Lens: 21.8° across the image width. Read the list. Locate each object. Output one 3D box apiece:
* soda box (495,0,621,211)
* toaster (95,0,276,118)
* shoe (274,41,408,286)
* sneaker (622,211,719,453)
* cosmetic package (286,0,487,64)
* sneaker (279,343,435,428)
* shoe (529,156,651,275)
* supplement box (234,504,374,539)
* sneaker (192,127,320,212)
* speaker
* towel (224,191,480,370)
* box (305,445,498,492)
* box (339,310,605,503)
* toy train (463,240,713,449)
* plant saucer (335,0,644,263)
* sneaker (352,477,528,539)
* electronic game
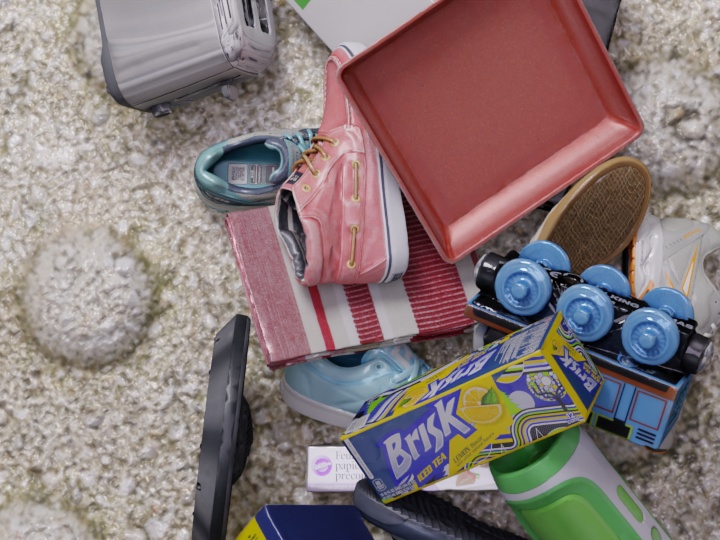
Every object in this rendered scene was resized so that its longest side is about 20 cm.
[{"bbox_3d":[0.165,-0.154,1.579,0.070,0.063,0.201,16,86,4],"label":"soda box"},{"bbox_3d":[-0.151,-0.235,1.577,0.129,0.114,0.201,-12,84,17],"label":"toaster"},{"bbox_3d":[-0.023,-0.086,1.507,0.091,0.071,0.201,-6,82,-23],"label":"shoe"},{"bbox_3d":[0.265,0.051,1.548,0.091,0.076,0.201,2,86,0],"label":"sneaker"},{"bbox_3d":[0.026,-0.222,1.568,0.200,0.085,0.108,48,123,9],"label":"cosmetic package"},{"bbox_3d":[0.031,0.094,1.546,0.199,0.074,0.082,11,127,5],"label":"sneaker"},{"bbox_3d":[0.166,-0.015,1.549,0.070,0.053,0.200,32,103,-19],"label":"shoe"},{"bbox_3d":[-0.069,0.289,1.478,0.200,0.109,0.109,-51,55,25],"label":"supplement box"},{"bbox_3d":[-0.046,-0.085,1.577,0.199,0.086,0.078,-10,83,3],"label":"sneaker"},{"bbox_3d":[0.188,0.205,1.494,0.088,0.088,0.200,-40,112,0],"label":"speaker"},{"bbox_3d":[0.000,0.000,1.542,0.199,0.023,0.145,-10,63,-16],"label":"towel"},{"bbox_3d":[0.054,0.166,1.568,0.199,0.041,0.039,0,85,4],"label":"box"},{"bbox_3d":[0.085,0.109,1.455,0.199,0.064,0.070,-27,104,33],"label":"box"},{"bbox_3d":[0.175,0.056,1.475,0.199,0.087,0.115,21,112,15],"label":"toy train"},{"bbox_3d":[0.101,-0.138,1.489,0.199,0.037,0.200,-34,118,-3],"label":"plant saucer"},{"bbox_3d":[0.073,0.241,1.530,0.199,0.070,0.082,27,107,-5],"label":"sneaker"},{"bbox_3d":[-0.107,0.135,1.504,0.041,0.200,0.201,7,85,-3],"label":"electronic game"}]
